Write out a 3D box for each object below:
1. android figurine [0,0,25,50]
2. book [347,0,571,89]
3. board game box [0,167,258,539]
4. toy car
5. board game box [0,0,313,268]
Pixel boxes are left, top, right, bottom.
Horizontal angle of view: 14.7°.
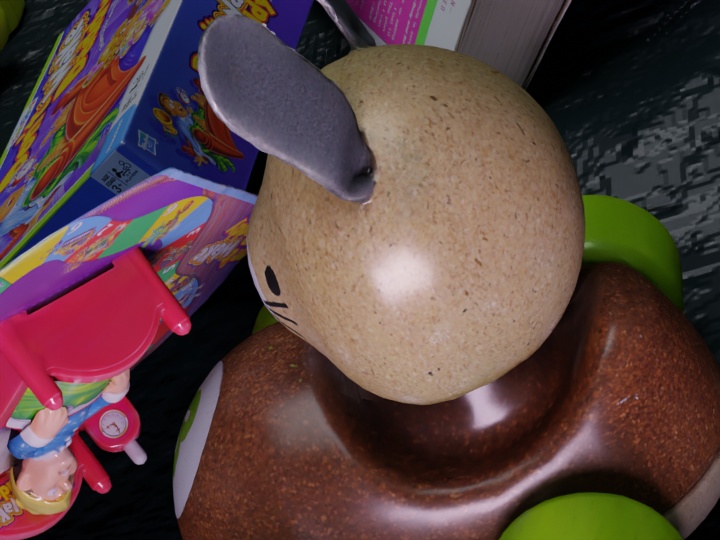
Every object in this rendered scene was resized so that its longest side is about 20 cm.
[{"bbox_3d":[-0.222,-0.088,1.175,0.181,0.041,0.200,5,45,40],"label":"android figurine"},{"bbox_3d":[0.025,-0.148,1.017,0.134,0.048,0.200,-67,29,17],"label":"book"},{"bbox_3d":[-0.085,0.041,0.800,0.158,0.039,0.200,-40,-10,7],"label":"board game box"},{"bbox_3d":[0.000,0.000,0.734,0.157,0.201,0.165,-16,33,15],"label":"toy car"},{"bbox_3d":[-0.077,-0.051,0.954,0.134,0.045,0.200,-43,19,35],"label":"board game box"}]
